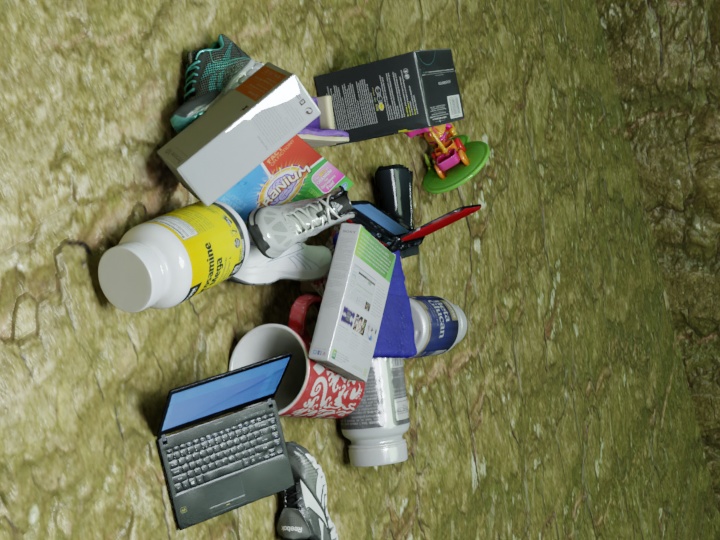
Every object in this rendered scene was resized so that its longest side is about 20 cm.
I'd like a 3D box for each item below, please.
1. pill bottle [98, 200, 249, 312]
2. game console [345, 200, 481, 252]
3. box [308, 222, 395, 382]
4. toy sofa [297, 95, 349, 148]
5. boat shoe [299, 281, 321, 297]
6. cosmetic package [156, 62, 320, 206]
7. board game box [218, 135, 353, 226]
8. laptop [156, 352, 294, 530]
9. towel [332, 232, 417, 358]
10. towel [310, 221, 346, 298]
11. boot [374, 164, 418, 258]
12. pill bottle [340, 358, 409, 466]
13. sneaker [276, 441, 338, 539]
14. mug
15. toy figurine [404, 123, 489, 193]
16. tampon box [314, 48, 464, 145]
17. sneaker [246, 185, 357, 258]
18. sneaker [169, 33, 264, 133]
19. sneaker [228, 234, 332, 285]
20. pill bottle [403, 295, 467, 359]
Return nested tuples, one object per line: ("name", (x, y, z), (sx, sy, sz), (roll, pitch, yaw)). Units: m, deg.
("pill bottle", (-0.239, -0.016, 1.394), (0.200, 0.112, 0.112), (-32, 110, -57))
("game console", (0.077, -0.099, 1.709), (0.119, 0.172, 0.200), (-57, 170, 12))
("box", (-0.009, 0.048, 1.556), (0.144, 0.036, 0.200), (39, 63, -61))
("toy sofa", (-0.105, -0.237, 1.687), (0.200, 0.098, 0.083), (-7, 90, -59))
("boat shoe", (-0.030, 0.041, 1.781), (0.200, 0.071, 0.065), (28, 63, -42))
("cosmetic package", (-0.163, -0.185, 1.450), (0.200, 0.101, 0.071), (-41, 122, -8))
("board game box", (-0.121, -0.125, 1.602), (0.153, 0.040, 0.200), (-49, 140, 4))
("laptop", (-0.163, 0.222, 1.410), (0.177, 0.103, 0.200), (-16, 97, -29))
("towel", (0.018, 0.043, 1.697), (0.148, 0.050, 0.200), (6, 69, -49))
("towel", (0.000, 0.000, 1.749), (0.146, 0.030, 0.200), (47, 43, -27))
("boot", (0.046, -0.102, 1.925), (0.200, 0.076, 0.168), (-15, 100, -66))
("pill bottle", (0.020, 0.215, 1.774), (0.114, 0.114, 0.200), (0, 83, -59))
("sneaker", (-0.089, 0.353, 1.604), (0.090, 0.066, 0.200), (-40, 120, -58))
("mug", (-0.070, 0.144, 1.599), (0.133, 0.178, 0.200), (48, 12, 28))
("toy figurine", (0.138, -0.277, 2.099), (0.184, 0.150, 0.200), (52, 19, -26))
("tampon box", (0.051, -0.297, 1.861), (0.150, 0.200, 0.126), (-23, 104, -57))
("sneaker", (-0.076, -0.081, 1.514), (0.076, 0.115, 0.200), (62, 22, -1))
("sneaker", (-0.223, -0.268, 1.541), (0.091, 0.078, 0.200), (48, 43, -11))
("sneaker", (-0.113, -0.026, 1.605), (0.200, 0.074, 0.087), (-6, 102, -50))
("pill bottle", (0.115, 0.101, 1.962), (0.200, 0.111, 0.111), (1, 83, -59))
